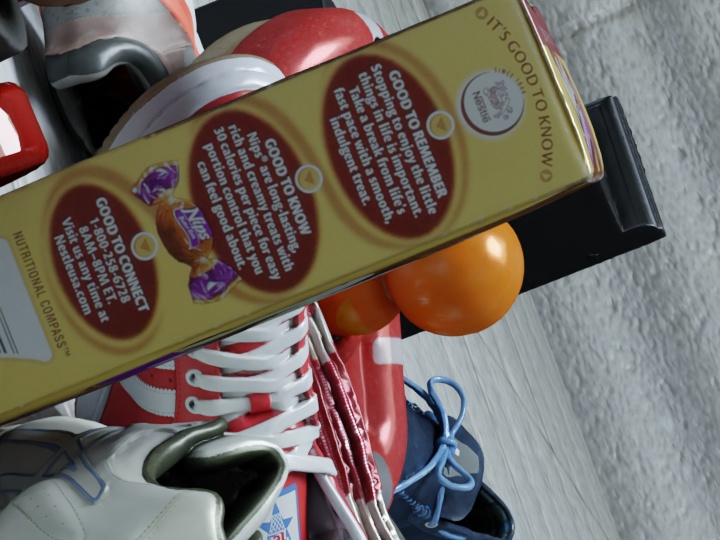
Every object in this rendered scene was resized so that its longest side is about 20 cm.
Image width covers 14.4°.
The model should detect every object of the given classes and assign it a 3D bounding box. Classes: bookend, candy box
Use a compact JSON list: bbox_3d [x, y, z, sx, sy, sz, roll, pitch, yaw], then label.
[{"bbox_3d":[0.010,-0.068,1.297,0.200,0.198,0.092,58,13,-49],"label":"bookend"},{"bbox_3d":[-0.038,-0.011,0.745,0.117,0.199,0.057,-18,85,-83],"label":"candy box"}]

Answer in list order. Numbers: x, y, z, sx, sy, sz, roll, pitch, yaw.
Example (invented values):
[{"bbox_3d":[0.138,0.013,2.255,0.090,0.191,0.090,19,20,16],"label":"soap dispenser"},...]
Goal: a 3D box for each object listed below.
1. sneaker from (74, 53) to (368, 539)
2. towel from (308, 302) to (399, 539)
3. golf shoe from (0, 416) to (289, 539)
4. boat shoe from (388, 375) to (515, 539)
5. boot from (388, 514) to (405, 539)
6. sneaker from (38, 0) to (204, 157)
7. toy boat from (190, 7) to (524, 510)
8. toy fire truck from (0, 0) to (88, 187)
[{"bbox_3d":[-0.038,0.034,0.863,0.200,0.071,0.113,103,-32,-51],"label":"sneaker"},{"bbox_3d":[-0.014,0.120,0.954,0.144,0.023,0.201,-47,-120,58],"label":"towel"},{"bbox_3d":[-0.059,0.073,0.759,0.200,0.097,0.079,-80,145,-80],"label":"golf shoe"},{"bbox_3d":[0.031,0.091,1.422,0.200,0.068,0.085,48,39,-66],"label":"boat shoe"},{"bbox_3d":[0.012,0.144,1.222,0.131,0.067,0.201,-112,178,-57],"label":"boot"},{"bbox_3d":[-0.078,-0.041,1.148,0.200,0.077,0.082,53,33,-43],"label":"sneaker"},{"bbox_3d":[0.000,0.000,1.075,0.130,0.130,0.201,6,79,-63],"label":"toy boat"},{"bbox_3d":[-0.090,-0.085,0.712,0.200,0.167,0.113,-32,99,-83],"label":"toy fire truck"}]
